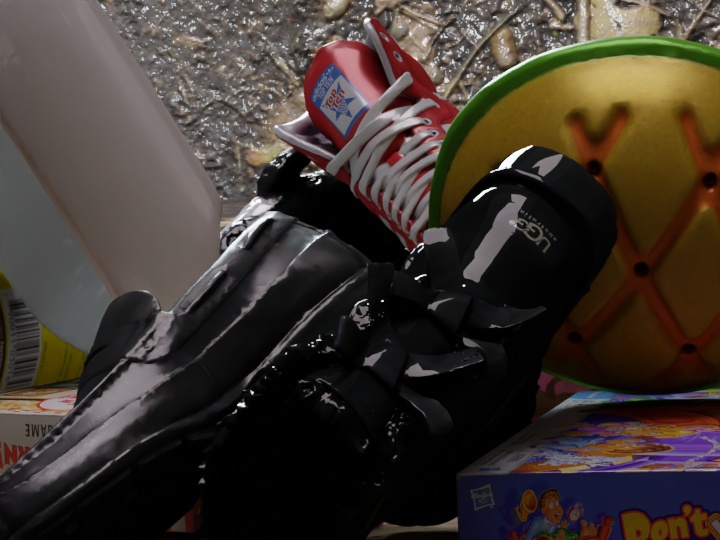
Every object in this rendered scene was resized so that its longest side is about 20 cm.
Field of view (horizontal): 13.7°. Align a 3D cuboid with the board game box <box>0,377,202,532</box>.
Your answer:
[{"bbox_3d":[-0.062,0.067,1.232,0.151,0.047,0.200,0,5,38],"label":"board game box"}]

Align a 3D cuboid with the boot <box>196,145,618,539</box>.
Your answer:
[{"bbox_3d":[0.004,0.057,1.011,0.073,0.199,0.162,38,47,8],"label":"boot"}]

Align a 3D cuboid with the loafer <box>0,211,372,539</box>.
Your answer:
[{"bbox_3d":[-0.072,0.043,1.074,0.070,0.068,0.200,38,49,17],"label":"loafer"}]

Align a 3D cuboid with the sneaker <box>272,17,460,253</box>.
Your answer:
[{"bbox_3d":[0.024,-0.045,1.294,0.112,0.071,0.200,41,5,-15],"label":"sneaker"}]

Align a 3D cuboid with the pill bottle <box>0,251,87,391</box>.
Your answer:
[{"bbox_3d":[-0.169,0.021,1.479,0.109,0.110,0.200,0,5,33],"label":"pill bottle"}]

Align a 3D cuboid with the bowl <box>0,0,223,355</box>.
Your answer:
[{"bbox_3d":[-0.137,-0.061,1.297,0.075,0.200,0.200,-36,15,-13],"label":"bowl"}]

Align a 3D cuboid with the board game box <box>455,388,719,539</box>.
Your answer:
[{"bbox_3d":[0.121,0.075,1.028,0.134,0.045,0.200,-2,5,15],"label":"board game box"}]

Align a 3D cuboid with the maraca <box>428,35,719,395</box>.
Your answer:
[{"bbox_3d":[0.124,-0.017,1.082,0.199,0.138,0.107,5,25,4],"label":"maraca"}]

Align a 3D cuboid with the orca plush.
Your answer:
[{"bbox_3d":[0.000,0.000,1.386,0.071,0.106,0.200,24,12,26],"label":"orca plush"}]

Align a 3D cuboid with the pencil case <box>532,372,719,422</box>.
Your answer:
[{"bbox_3d":[0.124,0.045,1.177,0.199,0.083,0.087,-3,-3,8],"label":"pencil case"}]
